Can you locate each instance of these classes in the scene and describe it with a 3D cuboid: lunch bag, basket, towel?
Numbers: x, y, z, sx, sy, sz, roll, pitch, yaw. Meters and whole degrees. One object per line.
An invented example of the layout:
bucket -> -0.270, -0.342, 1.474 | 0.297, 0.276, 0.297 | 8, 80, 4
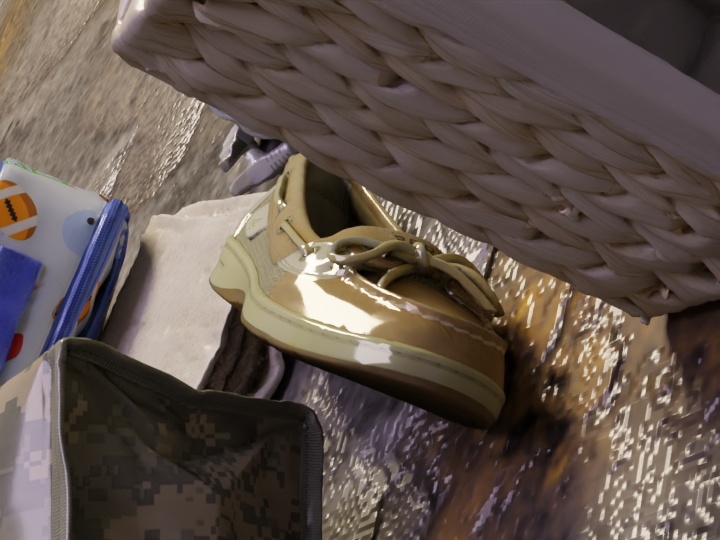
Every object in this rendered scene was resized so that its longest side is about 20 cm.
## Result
lunch bag -> -0.161, 0.058, 0.936 | 0.160, 0.076, 0.200 | 137, 155, -75
basket -> 0.049, -0.088, 0.575 | 0.123, 0.200, 0.136 | -29, 39, 57
lunch bag -> -0.095, 0.147, 0.691 | 0.164, 0.118, 0.200 | -32, 49, 43
towel -> -0.082, 0.063, 0.869 | 0.133, 0.034, 0.200 | -4, 61, 64

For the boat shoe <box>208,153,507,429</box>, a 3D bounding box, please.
boat shoe -> 0.002, 0.001, 0.726 | 0.063, 0.073, 0.201 | -65, 17, 2

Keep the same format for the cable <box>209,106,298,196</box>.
cable -> -0.013, -0.153, 0.919 | 0.200, 0.069, 0.200 | -38, 33, 42
